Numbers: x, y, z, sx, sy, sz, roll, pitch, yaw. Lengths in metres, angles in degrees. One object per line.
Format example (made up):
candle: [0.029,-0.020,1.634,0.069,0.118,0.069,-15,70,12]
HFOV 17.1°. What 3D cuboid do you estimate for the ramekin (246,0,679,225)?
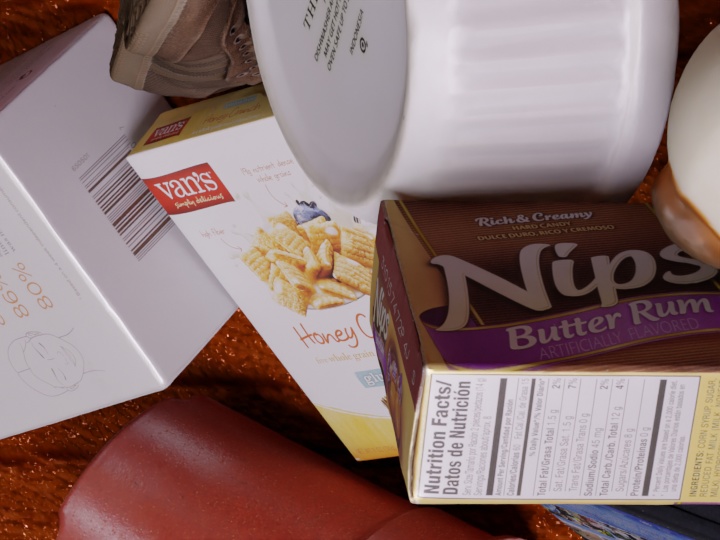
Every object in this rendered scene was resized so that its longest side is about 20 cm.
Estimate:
ramekin: [0.027,-0.107,0.876,0.202,0.094,0.204,168,90,-68]

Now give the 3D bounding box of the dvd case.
dvd case: [0.141,0.114,0.926,0.142,0.018,0.200,19,168,30]

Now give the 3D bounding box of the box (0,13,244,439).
box: [-0.169,-0.013,1.184,0.199,0.106,0.153,-17,114,46]

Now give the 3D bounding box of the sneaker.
sneaker: [-0.060,-0.114,0.994,0.075,0.071,0.200,7,176,-9]

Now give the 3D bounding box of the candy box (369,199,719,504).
candy box: [0.108,0.026,0.806,0.199,0.117,0.057,2,119,-8]

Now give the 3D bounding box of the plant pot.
plant pot: [-0.045,0.171,1.201,0.195,0.201,0.202,31,140,25]

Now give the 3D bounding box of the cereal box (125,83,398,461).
cereal box: [0.000,0.000,1.100,0.143,0.040,0.200,-12,124,45]

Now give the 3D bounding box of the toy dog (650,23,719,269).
toy dog: [0.176,-0.076,0.777,0.194,0.200,0.140,43,140,-3]
